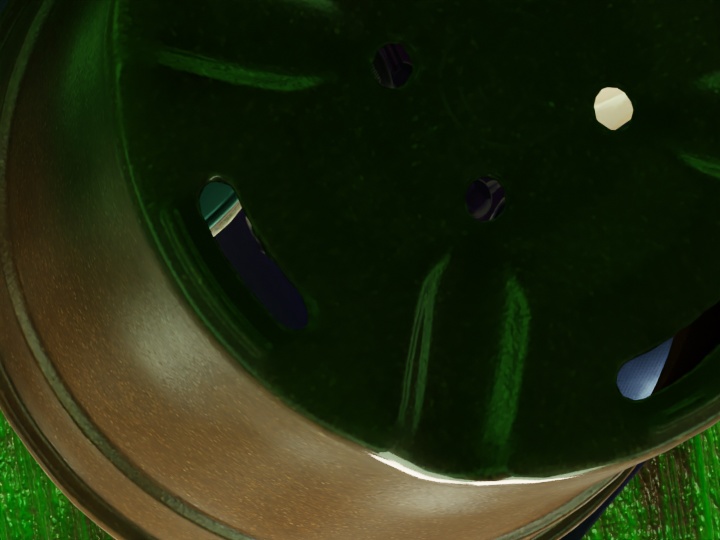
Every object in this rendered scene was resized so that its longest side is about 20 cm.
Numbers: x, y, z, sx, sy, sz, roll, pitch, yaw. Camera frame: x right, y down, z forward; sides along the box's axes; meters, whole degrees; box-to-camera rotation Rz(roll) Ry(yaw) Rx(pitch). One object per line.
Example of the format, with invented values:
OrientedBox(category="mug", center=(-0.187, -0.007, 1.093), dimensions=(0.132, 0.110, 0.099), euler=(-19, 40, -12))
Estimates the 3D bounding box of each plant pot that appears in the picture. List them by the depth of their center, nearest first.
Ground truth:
OrientedBox(category="plant pot", center=(0.011, -0.026, 0.587), dimensions=(0.200, 0.201, 0.198), euler=(-9, 174, -11))

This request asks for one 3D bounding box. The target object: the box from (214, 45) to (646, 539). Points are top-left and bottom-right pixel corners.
OrientedBox(category="box", center=(0.000, 0.000, 0.814), dimensions=(0.141, 0.200, 0.079), euler=(-47, -163, -17))

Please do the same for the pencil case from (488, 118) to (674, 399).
OrientedBox(category="pencil case", center=(0.104, -0.019, 0.739), dimensions=(0.200, 0.087, 0.078), euler=(-36, 146, 12))

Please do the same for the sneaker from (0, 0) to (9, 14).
OrientedBox(category="sneaker", center=(-0.143, -0.066, 0.783), dimensions=(0.078, 0.066, 0.200), euler=(10, 165, -30))

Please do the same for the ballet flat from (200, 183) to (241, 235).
OrientedBox(category="ballet flat", center=(-0.103, -0.003, 0.699), dimensions=(0.200, 0.068, 0.062), euler=(-40, -163, -24))

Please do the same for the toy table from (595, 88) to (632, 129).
OrientedBox(category="toy table", center=(0.087, -0.066, 0.952), dimensions=(0.117, 0.184, 0.200), euler=(-23, 157, 9))
